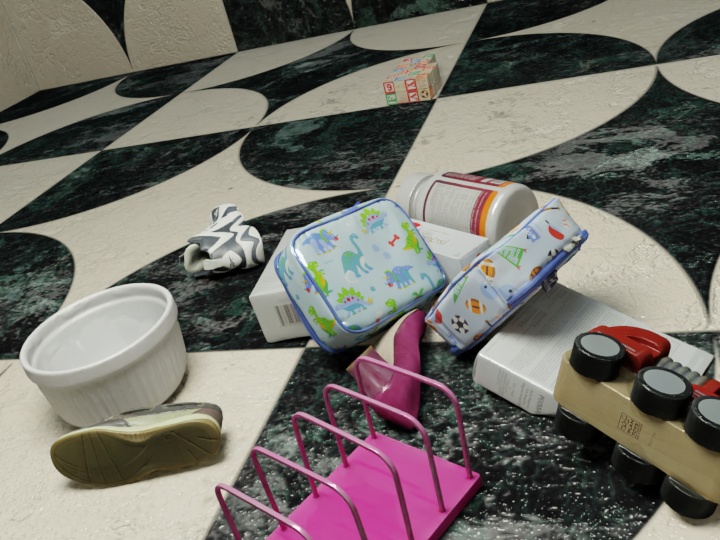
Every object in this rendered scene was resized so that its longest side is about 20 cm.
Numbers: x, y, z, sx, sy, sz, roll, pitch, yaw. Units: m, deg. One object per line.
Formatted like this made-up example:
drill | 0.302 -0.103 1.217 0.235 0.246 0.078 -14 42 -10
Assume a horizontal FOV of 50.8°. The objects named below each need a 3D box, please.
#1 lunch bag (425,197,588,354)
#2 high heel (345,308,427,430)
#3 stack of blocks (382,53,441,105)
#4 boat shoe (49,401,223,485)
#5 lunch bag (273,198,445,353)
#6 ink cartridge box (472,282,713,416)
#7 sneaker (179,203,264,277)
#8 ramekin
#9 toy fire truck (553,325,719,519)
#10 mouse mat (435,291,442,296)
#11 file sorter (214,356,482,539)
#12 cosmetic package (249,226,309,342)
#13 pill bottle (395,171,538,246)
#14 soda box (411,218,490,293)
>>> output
lunch bag | 0.171 0.006 0.878 0.160 0.076 0.200 -35 -8 -38
high heel | 0.056 0.114 0.896 0.067 0.096 0.200 -45 -5 32
stack of blocks | 0.143 -0.485 1.911 0.114 0.059 0.200 -3 30 23
boat shoe | -0.251 0.193 0.868 0.199 0.072 0.066 -11 18 7
lunch bag | 0.000 0.000 0.964 0.199 0.161 0.082 -26 -13 -38
ink cartridge box | 0.247 0.104 0.816 0.199 0.057 0.162 31 49 27
sneaker | -0.256 -0.049 1.292 0.129 0.080 0.199 -18 37 -23
ramekin | -0.323 0.114 0.988 0.198 0.106 0.201 -13 28 7
toy fire truck | 0.305 0.097 0.698 0.199 0.130 0.176 -18 35 -37
mouse mat | 0.101 -0.023 1.143 0.160 0.008 0.200 9 35 38
file sorter | -0.010 0.190 0.682 0.138 0.126 0.200 12 38 41
cosmetic package | -0.072 0.009 1.090 0.112 0.082 0.200 -9 27 19
pill bottle | 0.151 -0.085 1.108 0.109 0.110 0.199 -33 33 -30
soda box | 0.091 -0.023 1.066 0.063 0.069 0.199 -32 32 -31
